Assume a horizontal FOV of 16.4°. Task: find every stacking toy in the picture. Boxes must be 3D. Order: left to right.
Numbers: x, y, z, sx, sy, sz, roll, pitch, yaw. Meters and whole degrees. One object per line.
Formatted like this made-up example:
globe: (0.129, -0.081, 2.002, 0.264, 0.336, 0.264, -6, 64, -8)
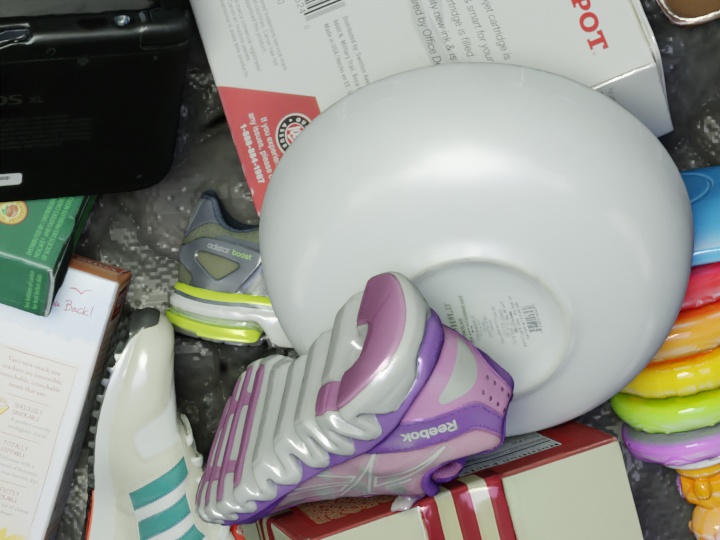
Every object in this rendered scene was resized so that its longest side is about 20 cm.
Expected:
stacking toy: (0.162, 0.055, 1.239, 0.109, 0.116, 0.201, -10, 109, 10)

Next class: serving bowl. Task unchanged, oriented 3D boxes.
serving bowl: (0.052, 0.006, 1.121, 0.199, 0.066, 0.201, 1, 130, 1)

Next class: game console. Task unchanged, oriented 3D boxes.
game console: (-0.186, -0.126, 1.154, 0.199, 0.176, 0.117, -5, 53, -15)

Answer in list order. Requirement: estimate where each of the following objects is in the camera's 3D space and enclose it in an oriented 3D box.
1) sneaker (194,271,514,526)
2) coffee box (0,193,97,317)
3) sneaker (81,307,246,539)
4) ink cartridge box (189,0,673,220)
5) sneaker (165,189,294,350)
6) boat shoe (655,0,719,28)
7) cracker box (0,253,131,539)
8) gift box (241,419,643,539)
sneaker: (-0.002, 0.074, 1.100, 0.088, 0.200, 0.081, 25, 58, -21)
coffee box: (-0.227, -0.063, 1.235, 0.199, 0.044, 0.123, 17, 52, 0)
sneaker: (-0.092, 0.114, 1.257, 0.093, 0.070, 0.201, 7, 111, -3)
ink cartridge box: (0.033, -0.105, 1.201, 0.199, 0.083, 0.147, -21, 64, 5)
sneaker: (0.000, 0.000, 1.248, 0.199, 0.074, 0.081, 2, 93, 1)
boat shoe: (0.224, -0.185, 1.199, 0.200, 0.074, 0.076, -35, 101, 19)
cracker box: (-0.209, 0.077, 1.273, 0.133, 0.058, 0.201, 18, 97, 1)
gift box: (0.053, 0.176, 1.205, 0.184, 0.200, 0.188, -16, 97, -8)
